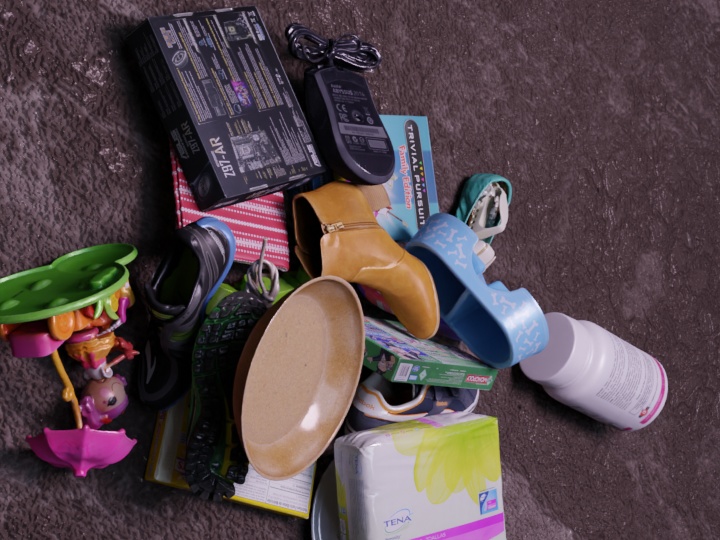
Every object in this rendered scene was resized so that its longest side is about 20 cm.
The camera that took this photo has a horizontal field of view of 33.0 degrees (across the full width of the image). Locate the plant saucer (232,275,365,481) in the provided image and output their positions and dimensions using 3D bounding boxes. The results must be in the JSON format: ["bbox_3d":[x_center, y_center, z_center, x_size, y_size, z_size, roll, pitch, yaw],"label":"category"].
[{"bbox_3d":[-0.064,0.098,1.152,0.200,0.035,0.201,-35,133,-48],"label":"plant saucer"}]

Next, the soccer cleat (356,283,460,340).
[{"bbox_3d":[0.080,0.046,1.459,0.200,0.076,0.067,15,53,-20],"label":"soccer cleat"}]

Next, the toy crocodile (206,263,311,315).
[{"bbox_3d":[-0.092,0.027,1.310,0.200,0.062,0.068,-8,128,-45],"label":"toy crocodile"}]

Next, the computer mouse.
[{"bbox_3d":[-0.019,-0.174,1.352,0.138,0.053,0.200,6,59,-42],"label":"computer mouse"}]

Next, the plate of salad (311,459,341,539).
[{"bbox_3d":[0.025,0.290,1.380,0.200,0.048,0.201,9,72,-31],"label":"plate of salad"}]

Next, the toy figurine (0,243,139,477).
[{"bbox_3d":[-0.258,0.092,1.123,0.200,0.150,0.185,-48,132,-63],"label":"toy figurine"}]

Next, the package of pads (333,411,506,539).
[{"bbox_3d":[0.068,0.240,1.336,0.200,0.068,0.155,-8,95,-36],"label":"package of pads"}]

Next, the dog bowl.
[{"bbox_3d":[0.125,0.027,1.376,0.050,0.112,0.200,-35,78,-27],"label":"dog bowl"}]

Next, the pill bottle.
[{"bbox_3d":[0.310,0.134,1.623,0.200,0.113,0.114,27,65,-37],"label":"pill bottle"}]

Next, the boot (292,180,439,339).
[{"bbox_3d":[0.000,-0.001,1.323,0.144,0.071,0.202,-22,90,-49],"label":"boot"}]

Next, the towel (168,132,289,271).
[{"bbox_3d":[-0.142,-0.101,1.277,0.144,0.022,0.200,10,64,-42],"label":"towel"}]

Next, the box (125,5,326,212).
[{"bbox_3d":[-0.136,-0.173,1.269,0.160,0.043,0.200,-22,87,-48],"label":"box"}]

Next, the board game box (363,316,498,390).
[{"bbox_3d":[0.048,0.089,1.352,0.200,0.134,0.029,12,101,-52],"label":"board game box"}]

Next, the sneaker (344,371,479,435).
[{"bbox_3d":[0.071,0.141,1.411,0.200,0.078,0.080,-18,130,-42],"label":"sneaker"}]

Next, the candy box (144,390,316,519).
[{"bbox_3d":[-0.127,0.190,1.269,0.200,0.026,0.102,24,69,-37],"label":"candy box"}]

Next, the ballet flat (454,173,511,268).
[{"bbox_3d":[0.143,-0.042,1.526,0.067,0.070,0.200,40,59,-34],"label":"ballet flat"}]

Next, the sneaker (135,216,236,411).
[{"bbox_3d":[-0.183,0.041,1.169,0.083,0.071,0.200,-10,123,-59],"label":"sneaker"}]

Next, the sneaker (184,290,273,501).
[{"bbox_3d":[-0.138,0.116,1.183,0.078,0.085,0.200,12,95,-16],"label":"sneaker"}]

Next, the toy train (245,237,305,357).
[{"bbox_3d":[-0.073,0.052,1.243,0.116,0.084,0.200,-24,127,-58],"label":"toy train"}]

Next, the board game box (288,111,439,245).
[{"bbox_3d":[0.004,-0.106,1.425,0.200,0.047,0.151,-5,87,-43],"label":"board game box"}]
